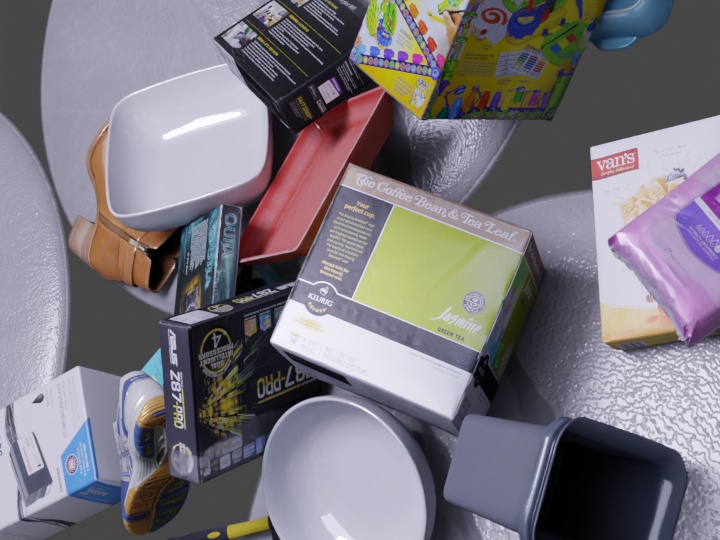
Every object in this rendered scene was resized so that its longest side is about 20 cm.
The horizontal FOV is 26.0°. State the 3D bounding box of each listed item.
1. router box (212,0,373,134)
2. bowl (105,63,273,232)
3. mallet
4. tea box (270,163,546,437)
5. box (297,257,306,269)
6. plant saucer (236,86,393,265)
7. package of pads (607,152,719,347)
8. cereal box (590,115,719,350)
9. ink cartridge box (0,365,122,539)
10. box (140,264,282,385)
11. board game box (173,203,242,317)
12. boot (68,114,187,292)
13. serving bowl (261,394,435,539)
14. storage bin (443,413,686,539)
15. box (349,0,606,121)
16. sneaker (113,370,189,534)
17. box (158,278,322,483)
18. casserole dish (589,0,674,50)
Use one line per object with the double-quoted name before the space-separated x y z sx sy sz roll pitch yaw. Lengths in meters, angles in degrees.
"router box" -0.059 -0.243 1.709 0.148 0.051 0.200 -35 37 -6
"bowl" -0.186 -0.132 1.780 0.198 0.075 0.201 -16 51 12
"mallet" -0.133 0.291 1.683 0.199 0.041 0.067 -27 64 32
"tea box" 0.050 0.033 1.517 0.198 0.134 0.198 22 80 18
"box" 0.000 0.000 1.663 0.121 0.048 0.202 -32 60 23
"plant saucer" -0.046 -0.088 1.627 0.201 0.037 0.200 -62 19 -16
"package of pads" 0.332 -0.036 1.381 0.199 0.076 0.121 -37 71 1
"cereal box" 0.293 -0.035 1.472 0.143 0.039 0.202 -13 69 30
"ink cartridge box" -0.364 0.222 1.831 0.199 0.084 0.146 -28 61 26
"box" -0.161 0.080 1.752 0.200 0.049 0.082 -50 55 13
"board game box" -0.169 0.040 1.682 0.135 0.028 0.202 158 119 -63
"boot" -0.266 -0.082 1.855 0.154 0.076 0.202 24 92 38
"serving bowl" -0.003 0.217 1.570 0.198 0.066 0.203 9 106 32
"storage bin" 0.175 0.204 1.401 0.134 0.199 0.147 10 82 47
"box" 0.126 -0.259 1.524 0.122 0.199 0.194 44 123 35
"sneaker" -0.236 0.199 1.724 0.088 0.075 0.202 48 138 42
"box" -0.118 0.108 1.590 0.049 0.199 0.163 10 107 36
"casserole dish" 0.262 -0.324 1.582 0.120 0.039 0.202 1 78 36
